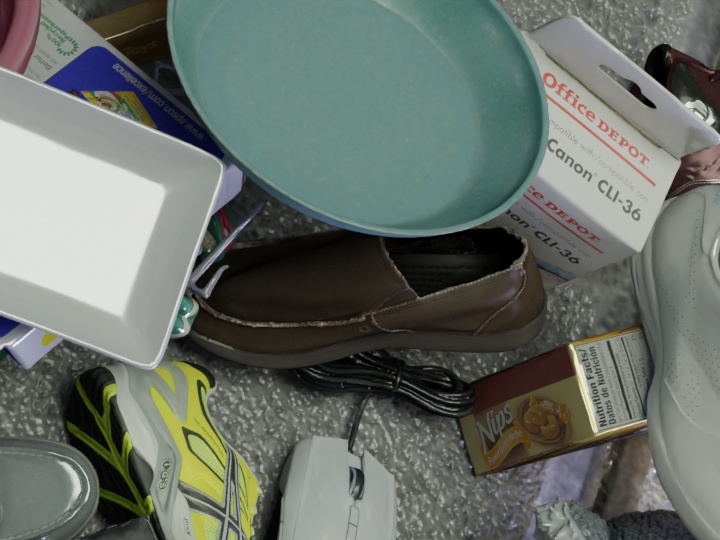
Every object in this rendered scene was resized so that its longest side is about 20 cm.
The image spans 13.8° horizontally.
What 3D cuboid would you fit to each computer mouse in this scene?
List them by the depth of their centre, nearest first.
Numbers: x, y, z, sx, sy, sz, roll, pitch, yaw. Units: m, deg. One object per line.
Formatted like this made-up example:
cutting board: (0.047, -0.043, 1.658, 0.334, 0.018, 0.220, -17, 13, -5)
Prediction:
computer mouse: (-0.007, 0.126, 1.551, 0.110, 0.044, 0.200, 27, 63, -24)

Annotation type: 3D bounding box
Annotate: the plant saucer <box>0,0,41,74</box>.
plant saucer: (-0.252, -0.117, 1.414, 0.200, 0.051, 0.201, 1, 55, -2)

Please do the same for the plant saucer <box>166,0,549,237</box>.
plant saucer: (-0.006, -0.090, 1.442, 0.200, 0.036, 0.200, 14, 50, -18)

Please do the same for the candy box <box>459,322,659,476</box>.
candy box: (0.165, 0.058, 1.634, 0.200, 0.115, 0.055, -13, 82, -34)

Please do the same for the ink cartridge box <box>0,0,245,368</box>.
ink cartridge box: (-0.193, -0.047, 1.425, 0.198, 0.047, 0.200, 41, 66, 21)

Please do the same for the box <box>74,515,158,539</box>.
box: (-0.154, 0.238, 1.384, 0.198, 0.050, 0.200, -19, 76, -24)

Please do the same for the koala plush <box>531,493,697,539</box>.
koala plush: (0.168, 0.214, 1.571, 0.177, 0.184, 0.200, 8, 60, -30)

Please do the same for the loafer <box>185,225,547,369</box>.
loafer: (0.000, 0.000, 1.541, 0.200, 0.071, 0.073, -4, 49, -9)

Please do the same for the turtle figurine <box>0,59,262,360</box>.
turtle figurine: (-0.127, -0.012, 1.481, 0.200, 0.101, 0.150, -19, 59, -20)

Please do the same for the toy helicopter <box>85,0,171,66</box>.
toy helicopter: (-0.092, -0.134, 1.533, 0.200, 0.132, 0.079, -20, 59, -17)

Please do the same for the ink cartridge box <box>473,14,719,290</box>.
ink cartridge box: (0.084, -0.052, 1.565, 0.116, 0.200, 0.068, 36, 60, -18)

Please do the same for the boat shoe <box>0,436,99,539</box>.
boat shoe: (-0.205, 0.118, 1.412, 0.201, 0.072, 0.070, -9, 81, -33)

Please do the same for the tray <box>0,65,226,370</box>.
tray: (-0.168, -0.036, 1.347, 0.200, 0.022, 0.107, 22, 78, -17)

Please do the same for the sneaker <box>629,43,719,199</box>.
sneaker: (0.228, -0.111, 1.751, 0.116, 0.076, 0.200, 42, 59, -12)

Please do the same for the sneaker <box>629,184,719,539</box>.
sneaker: (0.195, 0.053, 1.531, 0.075, 0.088, 0.200, -8, 81, -35)

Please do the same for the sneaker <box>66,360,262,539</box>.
sneaker: (-0.077, 0.136, 1.486, 0.076, 0.075, 0.200, -16, 86, -34)
